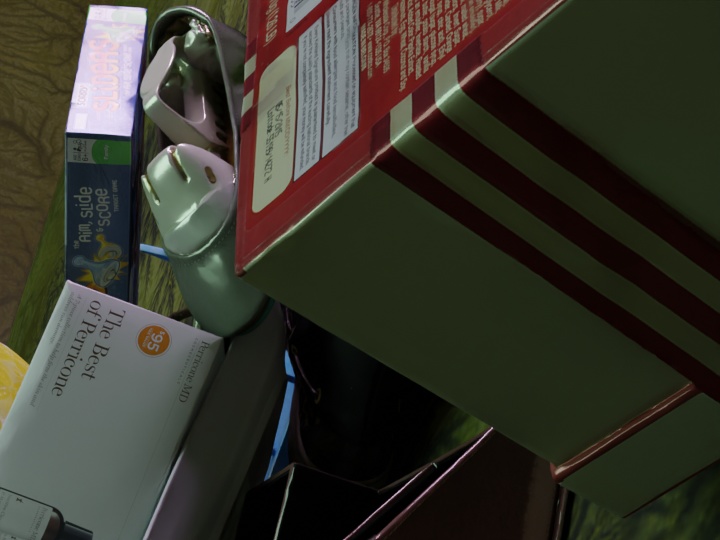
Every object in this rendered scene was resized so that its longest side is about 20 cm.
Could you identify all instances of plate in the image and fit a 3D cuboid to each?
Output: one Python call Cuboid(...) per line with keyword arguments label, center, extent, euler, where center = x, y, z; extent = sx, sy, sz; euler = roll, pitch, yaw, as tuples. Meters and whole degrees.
Cuboid(label="plate", center=(-0.080, 0.134, 0.872), extent=(0.200, 0.032, 0.200), euler=(105, -173, -56))

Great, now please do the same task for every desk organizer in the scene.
Cuboid(label="desk organizer", center=(0.009, 0.118, 0.751), extent=(0.200, 0.077, 0.072), euler=(140, 147, -60))

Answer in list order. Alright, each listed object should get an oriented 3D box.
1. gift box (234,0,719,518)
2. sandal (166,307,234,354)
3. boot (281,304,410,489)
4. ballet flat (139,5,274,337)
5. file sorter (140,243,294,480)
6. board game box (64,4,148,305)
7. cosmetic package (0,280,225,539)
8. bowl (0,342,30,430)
Cuboid(label="gift box", center=(0.075, -0.049, 0.530), extent=(0.200, 0.187, 0.185), euler=(-36, 35, 37))
Cuboid(label="sandal", center=(-0.104, 0.074, 0.916), extent=(0.080, 0.057, 0.201), euler=(-62, -9, -69))
Cuboid(label="boot", center=(0.000, 0.000, 0.884), extent=(0.151, 0.073, 0.200), euler=(107, 167, -45))
Cuboid(label="ballet flat", center=(-0.083, -0.054, 0.858), extent=(0.067, 0.064, 0.200), euler=(-33, 44, 27))
Cuboid(label="file sorter", center=(-0.095, 0.050, 1.103), extent=(0.200, 0.123, 0.139), euler=(-70, 16, -3))
Cuboid(label="board game box", center=(-0.139, -0.025, 0.944), extent=(0.135, 0.034, 0.200), euler=(-94, 10, -54))
Cuboid(label="cosmetic package", center=(-0.136, 0.112, 0.795), extent=(0.051, 0.082, 0.200), euler=(108, -178, -73))
Cuboid(label="bowl", center=(-0.200, 0.144, 0.911), extent=(0.200, 0.108, 0.200), euler=(-47, 26, 32))
